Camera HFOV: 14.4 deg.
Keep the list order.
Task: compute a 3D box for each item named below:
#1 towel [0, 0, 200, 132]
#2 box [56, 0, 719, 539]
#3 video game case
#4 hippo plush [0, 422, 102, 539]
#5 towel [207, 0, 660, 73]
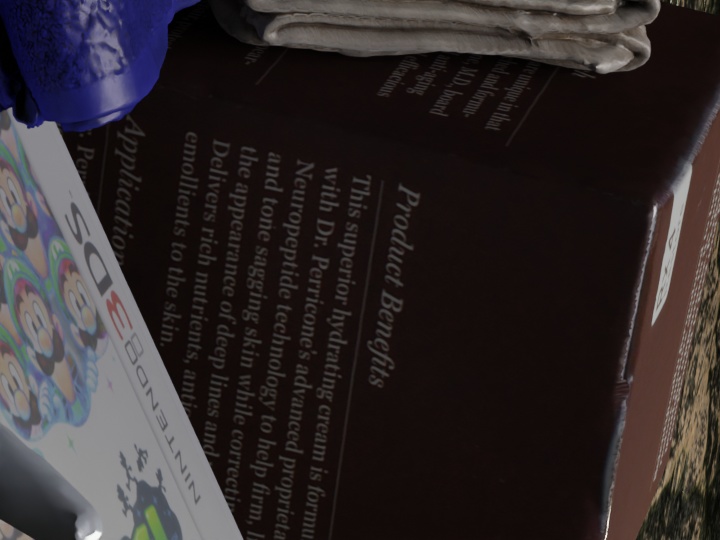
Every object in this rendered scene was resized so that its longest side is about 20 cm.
[{"bbox_3d":[-0.087,-0.146,0.714,0.148,0.049,0.201,-71,150,-69],"label":"towel"},{"bbox_3d":[0.000,0.000,0.882,0.164,0.199,0.167,-54,156,-62],"label":"box"},{"bbox_3d":[-0.083,0.050,0.670,0.200,0.024,0.183,-60,130,-67],"label":"video game case"},{"bbox_3d":[-0.151,-0.048,0.475,0.161,0.159,0.201,26,53,-44],"label":"hippo plush"},{"bbox_3d":[0.009,-0.116,0.884,0.200,0.132,0.035,-105,-158,-58],"label":"towel"}]
